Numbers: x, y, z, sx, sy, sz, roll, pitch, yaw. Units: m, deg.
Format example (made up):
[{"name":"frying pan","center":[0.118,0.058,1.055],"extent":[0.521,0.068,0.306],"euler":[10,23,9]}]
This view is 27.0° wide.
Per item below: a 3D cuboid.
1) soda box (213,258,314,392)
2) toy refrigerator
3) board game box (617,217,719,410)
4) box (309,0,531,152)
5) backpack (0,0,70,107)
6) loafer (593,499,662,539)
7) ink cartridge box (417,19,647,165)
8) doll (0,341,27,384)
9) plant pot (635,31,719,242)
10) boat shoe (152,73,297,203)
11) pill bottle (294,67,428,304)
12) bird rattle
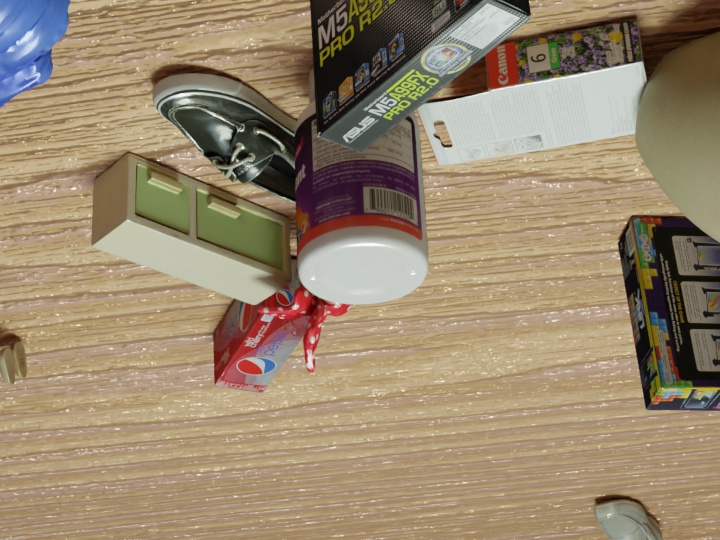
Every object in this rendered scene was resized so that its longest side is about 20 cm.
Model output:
[{"name":"soda box","center":[-0.108,0.061,1.659],"extent":[0.063,0.071,0.200],"euler":[8,149,-20]},{"name":"toy refrigerator","center":[-0.161,-0.039,1.470],"extent":[0.199,0.077,0.070],"euler":[22,143,-36]},{"name":"board game box","center":[0.363,0.044,1.544],"extent":[0.163,0.202,0.057],"euler":[2,149,-9]},{"name":"box","center":[0.037,-0.205,1.106],"extent":[0.044,0.162,0.199],"euler":[16,146,-34]},{"name":"backpack","center":[-0.301,-0.199,1.092],"extent":[0.199,0.164,0.167],"euler":[-33,151,22]},{"name":"loafer","center":[0.421,0.408,2.335],"extent":[0.069,0.071,0.200],"euler":[-20,147,28]},{"name":"ink cartridge box","center":[0.153,-0.154,1.324],"extent":[0.197,0.051,0.109],"euler":[-9,151,11]},{"name":"doll","center":[-0.486,0.121,1.719],"extent":[0.197,0.049,0.136],"euler":[-9,-175,7]},{"name":"plant pot","center":[0.315,-0.125,1.284],"extent":[0.133,0.202,0.201],"euler":[23,162,27]},{"name":"boat shoe","center":[-0.102,-0.115,1.351],"extent":[0.199,0.064,0.070],"euler":[23,142,-39]},{"name":"pill bottle","center":[-0.002,-0.083,1.277],"extent":[0.110,0.202,0.112],"euler":[-2,151,-1]},{"name":"bird rattle","center":[0.000,0.000,1.478],"extent":[0.162,0.112,0.202],"euler":[-24,143,-53]}]
